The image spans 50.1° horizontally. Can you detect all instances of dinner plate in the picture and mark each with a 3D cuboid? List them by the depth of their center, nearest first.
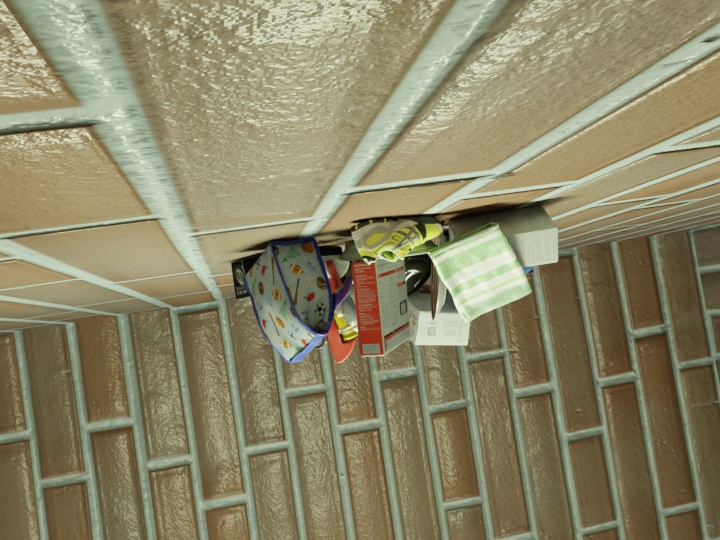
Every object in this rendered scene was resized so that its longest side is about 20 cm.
[{"bbox_3d":[0.165,0.005,1.606,0.024,0.202,0.200,3,177,2],"label":"dinner plate"}]

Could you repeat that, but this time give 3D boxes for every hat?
[{"bbox_3d":[0.117,0.000,1.749,0.200,0.081,0.201,-39,171,-7],"label":"hat"}]

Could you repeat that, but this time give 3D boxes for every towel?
[{"bbox_3d":[0.231,0.005,1.480,0.152,0.200,0.023,-25,-143,11],"label":"towel"}]

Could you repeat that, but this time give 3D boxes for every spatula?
[{"bbox_3d":[-0.006,0.015,1.516,0.057,0.021,0.200,-48,178,32],"label":"spatula"}]

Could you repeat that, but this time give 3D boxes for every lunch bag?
[{"bbox_3d":[-0.127,0.062,1.488,0.123,0.201,0.170,-8,158,-30],"label":"lunch bag"}]

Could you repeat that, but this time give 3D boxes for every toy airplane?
[{"bbox_3d":[-0.030,0.065,1.601,0.140,0.201,0.200,2,141,4],"label":"toy airplane"}]

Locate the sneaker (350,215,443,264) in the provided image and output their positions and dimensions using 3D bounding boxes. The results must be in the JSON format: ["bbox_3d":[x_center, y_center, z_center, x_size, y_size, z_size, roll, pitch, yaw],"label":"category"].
[{"bbox_3d":[0.069,-0.055,1.400,0.199,0.077,0.075,-8,175,-33],"label":"sneaker"}]

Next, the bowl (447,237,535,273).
[{"bbox_3d":[0.277,-0.046,1.625,0.199,0.040,0.201,-7,-149,4],"label":"bowl"}]

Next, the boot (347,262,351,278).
[{"bbox_3d":[-0.028,0.008,2.056,0.074,0.098,0.200,-11,176,32],"label":"boot"}]

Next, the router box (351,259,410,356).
[{"bbox_3d":[0.045,0.063,1.527,0.048,0.181,0.200,-4,-177,19],"label":"router box"}]

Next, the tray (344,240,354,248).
[{"bbox_3d":[0.047,-0.053,1.746,0.098,0.037,0.200,-10,177,20],"label":"tray"}]

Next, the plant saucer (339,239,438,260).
[{"bbox_3d":[0.055,-0.053,1.516,0.198,0.051,0.200,-6,-176,0],"label":"plant saucer"}]

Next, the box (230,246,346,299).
[{"bbox_3d":[-0.159,0.004,1.718,0.199,0.087,0.163,-6,175,-43],"label":"box"}]

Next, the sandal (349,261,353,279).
[{"bbox_3d":[0.000,0.000,1.703,0.054,0.081,0.200,14,177,-11],"label":"sandal"}]

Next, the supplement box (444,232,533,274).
[{"bbox_3d":[0.292,-0.040,1.821,0.103,0.132,0.199,-6,177,-43],"label":"supplement box"}]

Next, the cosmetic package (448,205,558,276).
[{"bbox_3d":[0.281,-0.059,1.528,0.198,0.082,0.113,-9,-152,2],"label":"cosmetic package"}]

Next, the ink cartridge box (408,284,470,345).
[{"bbox_3d":[0.175,0.099,1.782,0.174,0.085,0.200,2,-164,-18],"label":"ink cartridge box"}]
